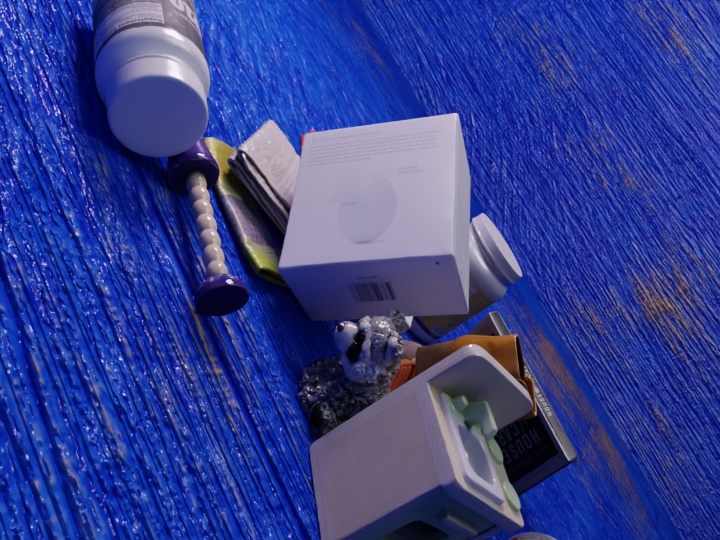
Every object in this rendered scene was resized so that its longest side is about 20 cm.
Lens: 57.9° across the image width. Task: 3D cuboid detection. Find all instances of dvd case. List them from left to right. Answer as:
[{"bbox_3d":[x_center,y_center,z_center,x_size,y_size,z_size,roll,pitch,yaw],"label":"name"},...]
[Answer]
[{"bbox_3d":[0.179,0.180,0.844,0.024,0.151,0.203,-4,56,-34],"label":"dvd case"}]

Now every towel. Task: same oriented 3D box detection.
[{"bbox_3d":[-0.123,-0.069,0.805,0.143,0.023,0.203,24,38,-60],"label":"towel"},{"bbox_3d":[-0.103,-0.126,0.860,0.133,0.034,0.201,53,18,-18],"label":"towel"}]

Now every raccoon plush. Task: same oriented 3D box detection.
[{"bbox_3d":[0.029,0.126,0.693,0.199,0.133,0.098,41,22,-38],"label":"raccoon plush"}]

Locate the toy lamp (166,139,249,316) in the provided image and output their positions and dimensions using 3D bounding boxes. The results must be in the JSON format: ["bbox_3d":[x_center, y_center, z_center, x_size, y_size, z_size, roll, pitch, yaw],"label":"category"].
[{"bbox_3d":[-0.157,-0.053,0.645,0.058,0.058,0.203,31,34,-51],"label":"toy lamp"}]

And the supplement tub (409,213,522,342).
[{"bbox_3d":[0.158,0.012,1.101,0.146,0.198,0.147,47,20,-23],"label":"supplement tub"}]

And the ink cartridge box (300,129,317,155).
[{"bbox_3d":[-0.044,-0.180,1.080,0.107,0.051,0.202,19,34,-19],"label":"ink cartridge box"}]

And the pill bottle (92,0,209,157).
[{"bbox_3d":[-0.217,-0.220,0.673,0.113,0.112,0.203,33,30,-48],"label":"pill bottle"}]

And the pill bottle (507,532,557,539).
[{"bbox_3d":[0.188,0.387,0.707,0.115,0.113,0.200,57,19,4],"label":"pill bottle"}]

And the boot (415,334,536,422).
[{"bbox_3d":[0.142,0.182,0.788,0.070,0.141,0.207,-4,88,-62],"label":"boot"}]

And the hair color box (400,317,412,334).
[{"bbox_3d":[0.000,0.000,0.943,0.202,0.060,0.099,54,19,-6],"label":"hair color box"}]

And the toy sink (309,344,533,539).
[{"bbox_3d":[0.070,0.187,0.601,0.130,0.198,0.114,40,23,-39],"label":"toy sink"}]

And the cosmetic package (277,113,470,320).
[{"bbox_3d":[0.026,-0.060,0.769,0.124,0.194,0.204,63,29,-54],"label":"cosmetic package"}]

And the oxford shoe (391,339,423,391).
[{"bbox_3d":[0.033,0.128,0.843,0.072,0.073,0.199,33,12,23],"label":"oxford shoe"}]
